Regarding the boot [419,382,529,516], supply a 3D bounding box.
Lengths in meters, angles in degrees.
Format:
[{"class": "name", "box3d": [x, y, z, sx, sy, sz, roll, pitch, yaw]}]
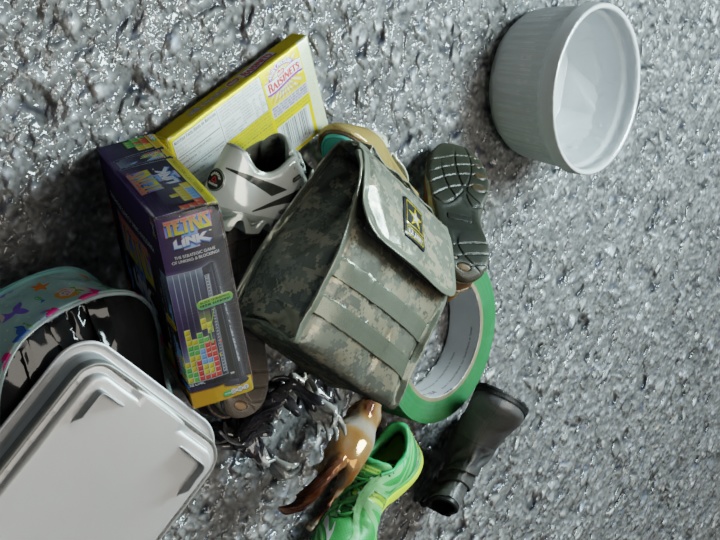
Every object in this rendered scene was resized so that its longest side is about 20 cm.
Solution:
[{"class": "boot", "box3d": [0.129, 0.216, 1.565, 0.132, 0.069, 0.200, -60, 172, -23]}]

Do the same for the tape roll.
[{"class": "tape roll", "box3d": [0.078, 0.072, 1.542, 0.200, 0.048, 0.202, -18, 114, -47]}]

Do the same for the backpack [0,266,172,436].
[{"class": "backpack", "box3d": [-0.241, 0.099, 1.076, 0.177, 0.150, 0.201, -28, 131, -39]}]

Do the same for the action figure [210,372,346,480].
[{"class": "action figure", "box3d": [-0.069, 0.144, 1.331, 0.102, 0.119, 0.200, 54, 42, 0]}]

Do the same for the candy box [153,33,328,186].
[{"class": "candy box", "box3d": [-0.108, -0.132, 1.273, 0.200, 0.026, 0.103, -43, 132, -35]}]

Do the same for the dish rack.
[{"class": "dish rack", "box3d": [-0.206, 0.170, 1.011, 0.200, 0.043, 0.172, -53, 126, -8]}]

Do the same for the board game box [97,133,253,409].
[{"class": "board game box", "box3d": [-0.155, -0.005, 1.116, 0.056, 0.200, 0.166, -18, 116, -17]}]

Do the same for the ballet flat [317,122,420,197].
[{"class": "ballet flat", "box3d": [0.011, -0.107, 1.406, 0.200, 0.068, 0.063, 56, 45, -52]}]

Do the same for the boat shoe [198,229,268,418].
[{"class": "boat shoe", "box3d": [-0.128, 0.041, 1.265, 0.074, 0.073, 0.201, 28, 58, -42]}]

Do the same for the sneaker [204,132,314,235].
[{"class": "sneaker", "box3d": [-0.067, -0.081, 1.263, 0.200, 0.074, 0.089, -2, 114, -58]}]

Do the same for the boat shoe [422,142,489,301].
[{"class": "boat shoe", "box3d": [0.093, -0.053, 1.474, 0.074, 0.075, 0.201, 120, -19, -45]}]

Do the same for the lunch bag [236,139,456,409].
[{"class": "lunch bag", "box3d": [0.000, 0.000, 1.242, 0.164, 0.117, 0.201, 39, 73, -45]}]

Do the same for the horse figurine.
[{"class": "horse figurine", "box3d": [-0.018, 0.185, 1.400, 0.133, 0.050, 0.200, -57, 178, 31]}]

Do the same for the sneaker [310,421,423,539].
[{"class": "sneaker", "box3d": [0.000, 0.242, 1.476, 0.200, 0.074, 0.084, -54, 145, -39]}]

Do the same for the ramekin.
[{"class": "ramekin", "box3d": [0.240, -0.220, 1.612, 0.200, 0.105, 0.202, -19, 115, -47]}]
